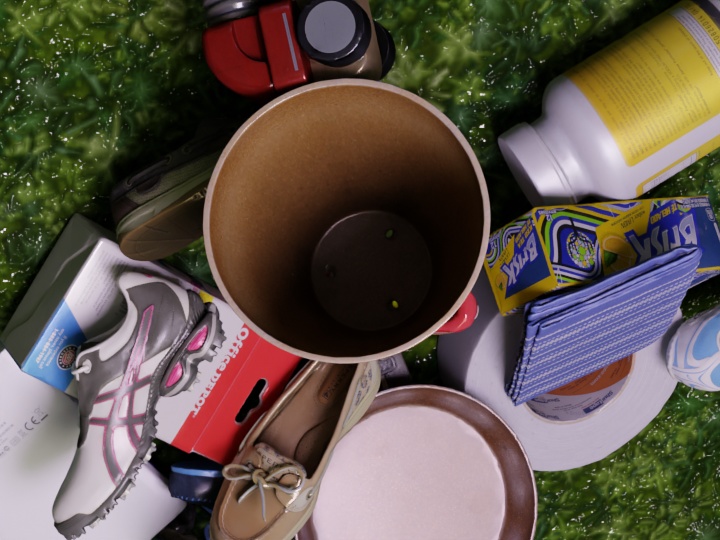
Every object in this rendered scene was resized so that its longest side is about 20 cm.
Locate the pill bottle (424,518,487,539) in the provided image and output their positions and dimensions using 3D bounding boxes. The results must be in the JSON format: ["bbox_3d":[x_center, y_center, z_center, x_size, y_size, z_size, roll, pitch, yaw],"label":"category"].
[{"bbox_3d":[0.074,0.271,1.659,0.112,0.112,0.200,-16,123,-12],"label":"pill bottle"}]

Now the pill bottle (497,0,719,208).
[{"bbox_3d":[0.211,-0.120,1.489,0.200,0.112,0.112,-31,125,-2],"label":"pill bottle"}]

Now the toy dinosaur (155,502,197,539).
[{"bbox_3d":[-0.141,0.220,1.589,0.088,0.047,0.200,-31,122,6],"label":"toy dinosaur"}]

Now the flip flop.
[{"bbox_3d":[-0.002,0.090,1.565,0.081,0.058,0.200,-20,108,-16],"label":"flip flop"}]

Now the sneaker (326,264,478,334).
[{"bbox_3d":[0.000,0.000,1.474,0.200,0.085,0.077,15,91,-15],"label":"sneaker"}]

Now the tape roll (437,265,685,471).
[{"bbox_3d":[0.167,0.066,1.607,0.200,0.066,0.201,-9,121,-15],"label":"tape roll"}]

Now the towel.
[{"bbox_3d":[0.182,0.041,1.483,0.144,0.024,0.200,-23,161,-9],"label":"towel"}]

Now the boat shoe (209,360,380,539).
[{"bbox_3d":[-0.053,0.129,1.460,0.200,0.073,0.063,-60,165,-22],"label":"boat shoe"}]

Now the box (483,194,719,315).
[{"bbox_3d":[0.190,-0.013,1.483,0.200,0.064,0.070,-6,163,-40],"label":"box"}]

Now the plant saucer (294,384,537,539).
[{"bbox_3d":[0.041,0.189,1.537,0.200,0.034,0.201,-1,94,-14],"label":"plant saucer"}]

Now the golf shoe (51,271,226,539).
[{"bbox_3d":[-0.179,0.096,1.395,0.088,0.077,0.200,31,90,-15],"label":"golf shoe"}]

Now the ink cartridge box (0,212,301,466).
[{"bbox_3d":[-0.155,0.056,1.463,0.200,0.067,0.116,31,93,-32],"label":"ink cartridge box"}]

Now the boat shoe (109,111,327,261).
[{"bbox_3d":[-0.094,-0.082,1.379,0.201,0.066,0.072,-31,155,8],"label":"boat shoe"}]

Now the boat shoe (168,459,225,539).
[{"bbox_3d":[-0.071,0.194,1.549,0.200,0.084,0.069,15,87,-40],"label":"boat shoe"}]

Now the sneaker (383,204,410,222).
[{"bbox_3d":[-0.003,-0.119,1.424,0.075,0.082,0.200,-37,125,2],"label":"sneaker"}]

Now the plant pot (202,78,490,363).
[{"bbox_3d":[-0.002,-0.015,1.339,0.186,0.187,0.200,-32,168,-2],"label":"plant pot"}]

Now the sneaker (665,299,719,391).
[{"bbox_3d":[0.330,0.035,1.611,0.200,0.072,0.072,-43,135,-35],"label":"sneaker"}]

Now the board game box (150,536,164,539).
[{"bbox_3d":[-0.082,0.253,1.487,0.135,0.200,0.035,26,79,-19],"label":"board game box"}]

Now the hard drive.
[{"bbox_3d":[-0.250,0.160,1.503,0.132,0.025,0.200,-42,115,5],"label":"hard drive"}]

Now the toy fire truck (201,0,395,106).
[{"bbox_3d":[-0.097,-0.192,1.308,0.199,0.129,0.177,-14,83,13],"label":"toy fire truck"}]
